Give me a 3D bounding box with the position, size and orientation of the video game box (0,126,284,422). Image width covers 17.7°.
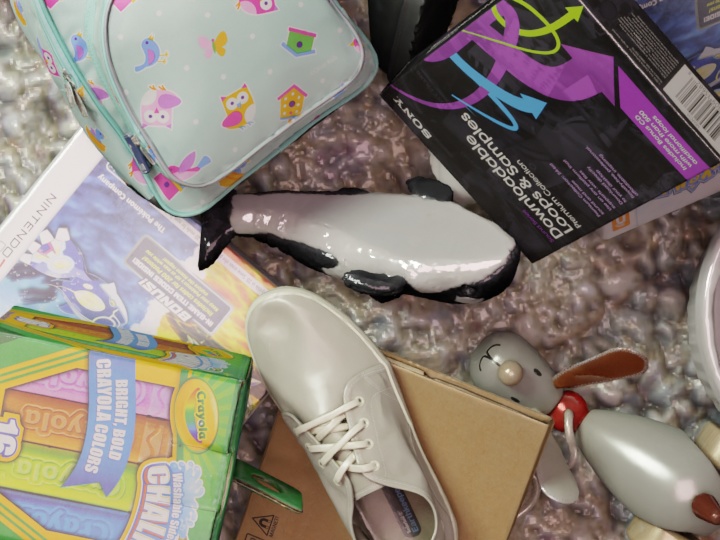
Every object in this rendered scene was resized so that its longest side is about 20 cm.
[{"bbox_3d":[-0.154,0.040,1.447,0.200,0.047,0.182,39,94,-3],"label":"video game box"}]

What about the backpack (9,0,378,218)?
[{"bbox_3d":[-0.104,-0.151,1.355,0.175,0.153,0.201,-36,101,-8],"label":"backpack"}]

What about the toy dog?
[{"bbox_3d":[0.159,0.114,1.431,0.199,0.096,0.133,12,92,-2],"label":"toy dog"}]

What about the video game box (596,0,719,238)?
[{"bbox_3d":[0.213,-0.131,1.374,0.199,0.047,0.183,-23,135,-10],"label":"video game box"}]

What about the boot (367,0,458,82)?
[{"bbox_3d":[-0.013,-0.226,1.418,0.162,0.073,0.199,21,122,15],"label":"boot"}]

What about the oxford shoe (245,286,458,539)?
[{"bbox_3d":[-0.006,0.099,1.384,0.075,0.058,0.201,-29,93,20],"label":"oxford shoe"}]

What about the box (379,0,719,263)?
[{"bbox_3d":[0.110,-0.091,1.313,0.143,0.200,0.036,47,60,-7],"label":"box"}]

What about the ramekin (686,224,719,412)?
[{"bbox_3d":[0.292,0.030,1.420,0.201,0.094,0.204,0,88,-9],"label":"ramekin"}]

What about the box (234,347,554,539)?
[{"bbox_3d":[0.011,0.153,1.433,0.163,0.021,0.201,21,106,7],"label":"box"}]

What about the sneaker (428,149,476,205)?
[{"bbox_3d":[0.116,-0.123,1.416,0.080,0.076,0.201,34,95,36],"label":"sneaker"}]

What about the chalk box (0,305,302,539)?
[{"bbox_3d":[-0.129,0.105,1.368,0.199,0.125,0.125,11,94,-3],"label":"chalk box"}]

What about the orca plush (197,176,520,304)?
[{"bbox_3d":[0.000,0.000,1.409,0.198,0.106,0.071,-1,130,7],"label":"orca plush"}]
